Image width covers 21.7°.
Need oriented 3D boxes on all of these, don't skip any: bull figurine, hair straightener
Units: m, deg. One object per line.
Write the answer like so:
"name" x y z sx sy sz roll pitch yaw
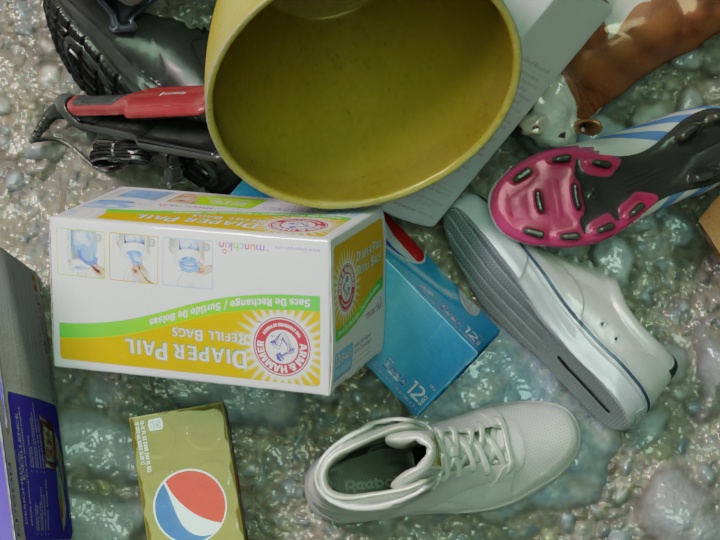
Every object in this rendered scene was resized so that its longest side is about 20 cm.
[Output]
"bull figurine" 0.179 -0.172 1.330 0.199 0.065 0.122 -32 121 -14
"hair straightener" -0.153 -0.084 1.278 0.041 0.199 0.077 -47 125 -40

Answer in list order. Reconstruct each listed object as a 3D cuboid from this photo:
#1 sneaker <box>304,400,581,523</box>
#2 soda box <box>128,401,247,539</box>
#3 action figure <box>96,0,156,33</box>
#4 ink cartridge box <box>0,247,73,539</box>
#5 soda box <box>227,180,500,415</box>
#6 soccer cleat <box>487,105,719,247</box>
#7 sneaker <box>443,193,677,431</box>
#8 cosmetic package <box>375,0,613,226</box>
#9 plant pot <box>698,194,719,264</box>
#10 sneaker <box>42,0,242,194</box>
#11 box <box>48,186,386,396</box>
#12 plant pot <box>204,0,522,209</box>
"sneaker" 0.061 0.130 1.266 0.198 0.116 0.074 -14 80 -5
"soda box" -0.108 0.195 1.276 0.067 0.064 0.202 -9 82 -4
"action figure" -0.145 -0.259 1.227 0.192 0.105 0.202 -21 108 -2
"ink cartridge box" -0.234 0.084 1.219 0.043 0.200 0.200 -9 81 -1
"soda box" 0.000 0.000 1.297 0.200 0.064 0.068 46 113 4
"soccer cleat" 0.176 -0.061 1.309 0.198 0.086 0.071 -17 93 -13
"sneaker" 0.140 0.019 1.316 0.071 0.073 0.200 -40 89 -26
"cosmetic package" 0.065 -0.139 1.276 0.201 0.074 0.102 -52 56 16
"plant pot" 0.340 -0.045 1.282 0.199 0.186 0.188 -29 83 6
"sneaker" -0.140 -0.144 1.329 0.200 0.076 0.091 42 69 2
"box" -0.092 0.010 1.238 0.198 0.112 0.102 5 105 17
"plant pot" -0.010 -0.161 1.190 0.198 0.201 0.143 -12 48 -4
